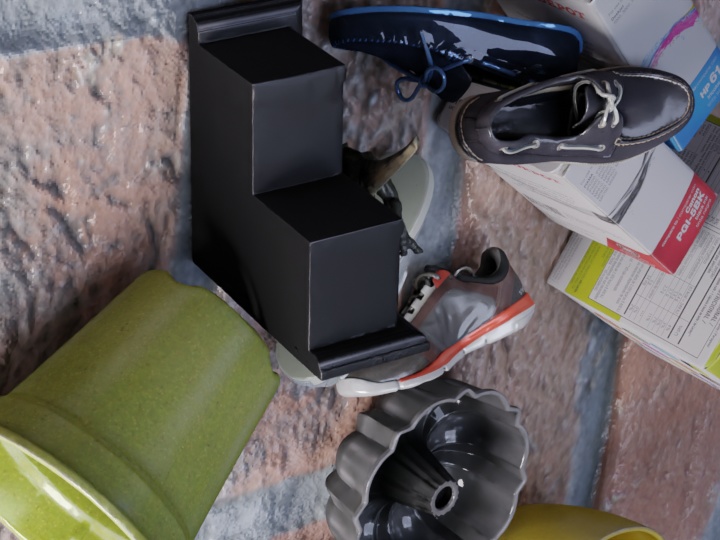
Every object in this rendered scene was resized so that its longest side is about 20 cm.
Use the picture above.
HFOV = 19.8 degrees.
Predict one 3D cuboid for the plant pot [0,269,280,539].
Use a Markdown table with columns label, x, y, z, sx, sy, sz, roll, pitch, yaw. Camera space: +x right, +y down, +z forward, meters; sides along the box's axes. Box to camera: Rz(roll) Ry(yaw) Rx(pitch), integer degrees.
| label | x | y | z | sx | sy | sz | roll | pitch | yaw |
| --- | --- | --- | --- | --- | --- | --- | --- | --- | --- |
| plant pot | -0.159 | 0.109 | 1.454 | 0.185 | 0.199 | 0.201 | -52 | 138 | -26 |

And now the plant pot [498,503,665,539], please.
| label | x | y | z | sx | sy | sz | roll | pitch | yaw |
| --- | --- | --- | --- | --- | --- | --- | --- | --- | --- |
| plant pot | 0.169 | 0.294 | 1.883 | 0.199 | 0.142 | 0.202 | -22 | 125 | -35 |

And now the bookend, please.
| label | x | y | z | sx | sy | sz | roll | pitch | yaw |
| --- | --- | --- | --- | --- | --- | --- | --- | --- | --- |
| bookend | -0.037 | -0.063 | 1.443 | 0.091 | 0.199 | 0.202 | -14 | 121 | -27 |

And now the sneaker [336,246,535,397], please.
| label | x | y | z | sx | sy | sz | roll | pitch | yaw |
| --- | --- | --- | --- | --- | --- | --- | --- | --- | --- |
| sneaker | 0.052 | 0.040 | 1.705 | 0.199 | 0.077 | 0.083 | -28 | 102 | -32 |

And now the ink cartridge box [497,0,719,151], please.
| label | x | y | z | sx | sy | sz | roll | pitch | yaw |
| --- | --- | --- | --- | --- | --- | --- | --- | --- | --- |
| ink cartridge box | 0.191 | -0.202 | 1.633 | 0.085 | 0.144 | 0.200 | -52 | 137 | -8 |

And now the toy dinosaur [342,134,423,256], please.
| label | x | y | z | sx | sy | sz | roll | pitch | yaw |
| --- | --- | --- | --- | --- | --- | --- | --- | --- | --- |
| toy dinosaur | 0.008 | -0.052 | 1.511 | 0.047 | 0.200 | 0.089 | -12 | 96 | -17 |

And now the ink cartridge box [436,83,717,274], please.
| label | x | y | z | sx | sy | sz | roll | pitch | yaw |
| --- | --- | --- | --- | --- | --- | --- | --- | --- | --- |
| ink cartridge box | 0.178 | -0.092 | 1.680 | 0.200 | 0.146 | 0.083 | 35 | 85 | -48 |

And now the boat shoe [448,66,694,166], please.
| label | x | y | z | sx | sy | sz | roll | pitch | yaw |
| --- | --- | --- | --- | --- | --- | --- | --- | --- | --- |
| boat shoe | 0.166 | -0.112 | 1.525 | 0.198 | 0.063 | 0.074 | -8 | 93 | -18 |

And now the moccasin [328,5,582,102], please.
| label | x | y | z | sx | sy | sz | roll | pitch | yaw |
| --- | --- | --- | --- | --- | --- | --- | --- | --- | --- |
| moccasin | 0.073 | -0.158 | 1.543 | 0.198 | 0.080 | 0.069 | 5 | 91 | -11 |

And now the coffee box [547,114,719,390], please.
| label | x | y | z | sx | sy | sz | roll | pitch | yaw |
| --- | --- | --- | --- | --- | --- | --- | --- | --- | --- |
| coffee box | 0.327 | -0.006 | 1.831 | 0.199 | 0.197 | 0.201 | 29 | 91 | -48 |

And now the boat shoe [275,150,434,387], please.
| label | x | y | z | sx | sy | sz | roll | pitch | yaw |
| --- | --- | --- | --- | --- | --- | --- | --- | --- | --- |
| boat shoe | 0.000 | 0.001 | 1.629 | 0.202 | 0.070 | 0.071 | -61 | 157 | -1 |

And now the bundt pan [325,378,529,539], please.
| label | x | y | z | sx | sy | sz | roll | pitch | yaw |
| --- | --- | --- | --- | --- | --- | --- | --- | --- | --- |
| bundt pan | 0.047 | 0.178 | 1.752 | 0.201 | 0.076 | 0.204 | -23 | 126 | -35 |
